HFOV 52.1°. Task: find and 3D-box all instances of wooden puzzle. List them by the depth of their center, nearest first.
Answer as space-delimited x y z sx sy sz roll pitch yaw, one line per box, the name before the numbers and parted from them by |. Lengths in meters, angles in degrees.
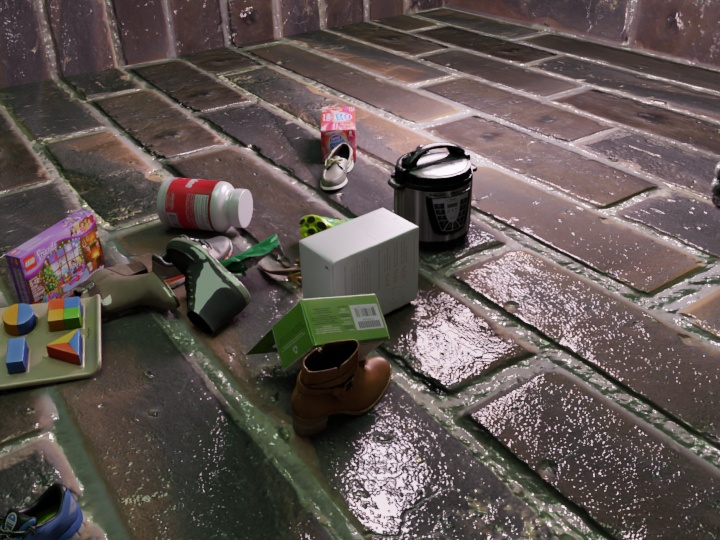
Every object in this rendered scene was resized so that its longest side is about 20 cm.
wooden puzzle | -0.548 0.114 1.263 0.196 0.047 0.187 -10 45 -12

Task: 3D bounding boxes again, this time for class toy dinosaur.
toy dinosaur | -0.122 0.003 1.470 0.195 0.062 0.106 -2 -6 6

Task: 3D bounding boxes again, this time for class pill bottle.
pill bottle | -0.350 -0.148 1.668 0.195 0.114 0.113 6 31 13

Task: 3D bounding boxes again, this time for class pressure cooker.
pressure cooker | 0.152 -0.173 1.577 0.175 0.204 0.176 9 31 18

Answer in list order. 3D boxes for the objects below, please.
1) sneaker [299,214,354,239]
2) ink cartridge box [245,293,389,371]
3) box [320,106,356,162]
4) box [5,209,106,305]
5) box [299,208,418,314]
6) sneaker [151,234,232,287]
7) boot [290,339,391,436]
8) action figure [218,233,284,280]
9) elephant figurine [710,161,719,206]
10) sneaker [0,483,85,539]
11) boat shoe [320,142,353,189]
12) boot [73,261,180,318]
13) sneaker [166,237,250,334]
sneaker | -0.043 -0.078 1.590 0.196 0.076 0.083 9 7 24
ink cartridge box | -0.071 0.118 1.157 0.146 0.200 0.077 -2 63 -38
box | -0.061 -0.386 2.072 0.097 0.097 0.201 -1 30 0
box | -0.583 -0.013 1.427 0.038 0.139 0.200 10 33 21
box | 0.000 0.000 1.338 0.197 0.155 0.106 -22 36 -32
sneaker | -0.343 -0.037 1.507 0.076 0.083 0.199 19 37 33
boot | -0.021 0.147 1.088 0.197 0.157 0.077 -22 52 -30
action figure | -0.246 -0.007 1.452 0.197 0.056 0.118 -24 6 -4
elephant figurine | 0.904 -0.189 1.652 0.197 0.143 0.156 19 59 34
sneaker | -0.418 0.333 0.875 0.077 0.091 0.200 9 32 20
boat shoe | -0.062 -0.269 1.908 0.070 0.061 0.203 4 31 11
boot | -0.448 0.052 1.390 0.145 0.071 0.199 -30 39 -29
sneaker | -0.307 0.024 1.354 0.198 0.075 0.106 35 54 16
